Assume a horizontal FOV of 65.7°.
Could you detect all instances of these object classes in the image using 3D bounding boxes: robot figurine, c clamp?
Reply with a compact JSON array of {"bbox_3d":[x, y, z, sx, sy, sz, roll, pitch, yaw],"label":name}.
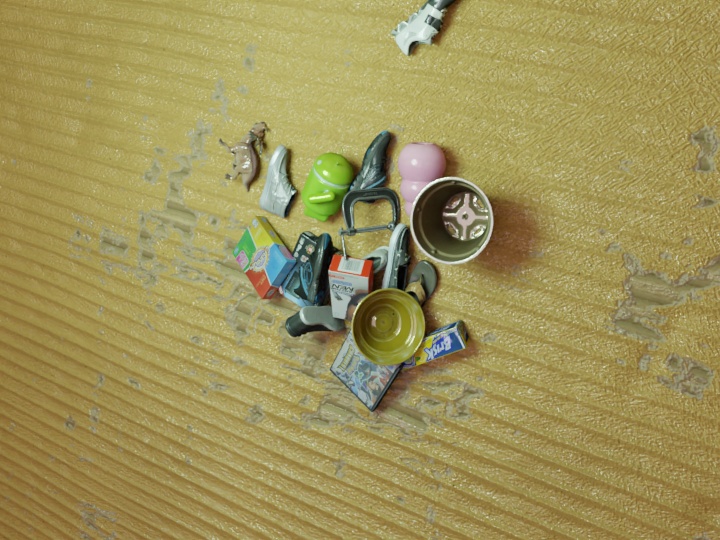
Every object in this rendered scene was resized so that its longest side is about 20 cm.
[{"bbox_3d":[-0.090,-0.232,1.520,0.114,0.177,0.201,20,130,-11],"label":"robot figurine"},{"bbox_3d":[0.024,-0.134,1.486,0.027,0.198,0.173,-3,101,65],"label":"c clamp"}]

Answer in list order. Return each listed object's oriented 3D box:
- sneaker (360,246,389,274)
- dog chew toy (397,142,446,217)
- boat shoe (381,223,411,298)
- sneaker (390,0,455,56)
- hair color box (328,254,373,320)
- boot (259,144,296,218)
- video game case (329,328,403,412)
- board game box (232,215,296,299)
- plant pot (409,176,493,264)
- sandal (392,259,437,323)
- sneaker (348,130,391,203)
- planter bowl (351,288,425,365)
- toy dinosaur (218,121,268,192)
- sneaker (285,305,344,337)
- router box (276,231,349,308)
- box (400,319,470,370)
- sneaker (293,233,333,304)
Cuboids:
[{"bbox_3d":[0.000,0.000,1.546,0.199,0.092,0.076,-37,83,23],"label":"sneaker"},{"bbox_3d":[0.155,-0.224,1.436,0.123,0.124,0.203,9,110,21],"label":"dog chew toy"},{"bbox_3d":[0.108,-0.023,1.501,0.056,0.068,0.203,17,100,33],"label":"boat shoe"},{"bbox_3d":[0.177,-0.615,1.391,0.199,0.074,0.089,-30,86,34],"label":"sneaker"},{"bbox_3d":[-0.023,0.054,1.514,0.109,0.064,0.201,9,141,10],"label":"hair color box"},{"bbox_3d":[-0.222,-0.254,1.619,0.095,0.074,0.202,25,115,11],"label":"boot"},{"bbox_3d":[0.012,0.276,1.583,0.180,0.025,0.201,41,127,19],"label":"video game case"},{"bbox_3d":[-0.289,-0.039,1.652,0.201,0.040,0.154,51,118,29],"label":"board game box"},{"bbox_3d":[0.243,-0.127,1.375,0.198,0.183,0.204,4,100,22],"label":"plant pot"},{"bbox_3d":[0.142,0.067,1.517,0.081,0.054,0.201,37,110,13],"label":"sandal"},{"bbox_3d":[0.040,-0.278,1.510,0.081,0.073,0.202,24,107,-10],"label":"sneaker"},{"bbox_3d":[0.067,0.145,1.489,0.197,0.083,0.204,-1,93,-10],"label":"planter bowl"},{"bbox_3d":[-0.331,-0.331,1.643,0.134,0.086,0.203,-1,103,16],"label":"toy dinosaur"},{"bbox_3d":[-0.133,0.148,1.577,0.098,0.199,0.072,-27,67,29],"label":"sneaker"},{"bbox_3d":[-0.139,0.010,1.622,0.149,0.062,0.202,30,108,15],"label":"router box"},{"bbox_3d":[0.192,0.203,1.509,0.198,0.070,0.065,-25,92,24],"label":"box"},{"bbox_3d":[-0.132,-0.010,1.534,0.081,0.073,0.203,20,105,18],"label":"sneaker"}]
